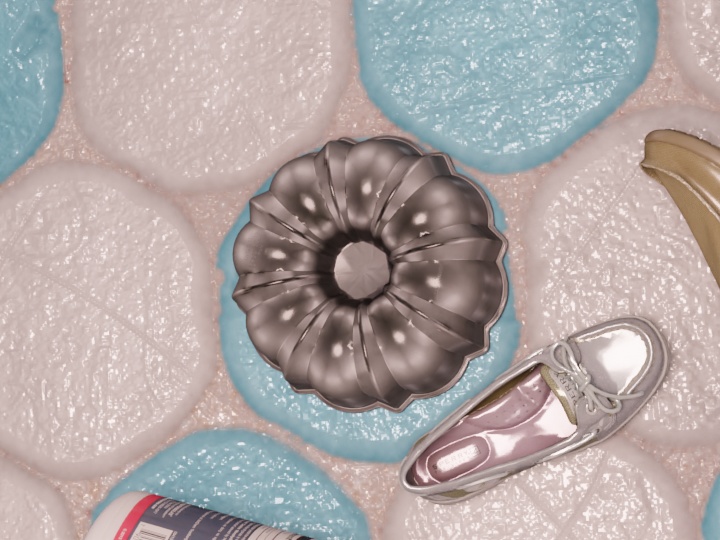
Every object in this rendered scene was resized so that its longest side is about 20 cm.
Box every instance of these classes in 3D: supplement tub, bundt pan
[{"bbox_3d":[-0.088,0.237,1.161,0.200,0.140,0.141,14,89,14],"label":"supplement tub"},{"bbox_3d":[0.000,0.000,1.193,0.202,0.076,0.202,-1,86,12],"label":"bundt pan"}]

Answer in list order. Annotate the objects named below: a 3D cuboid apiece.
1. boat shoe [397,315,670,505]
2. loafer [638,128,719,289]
[{"bbox_3d":[0.117,0.097,1.163,0.202,0.065,0.075,-29,80,9],"label":"boat shoe"},{"bbox_3d":[0.254,-0.014,1.135,0.200,0.076,0.067,43,89,13],"label":"loafer"}]
